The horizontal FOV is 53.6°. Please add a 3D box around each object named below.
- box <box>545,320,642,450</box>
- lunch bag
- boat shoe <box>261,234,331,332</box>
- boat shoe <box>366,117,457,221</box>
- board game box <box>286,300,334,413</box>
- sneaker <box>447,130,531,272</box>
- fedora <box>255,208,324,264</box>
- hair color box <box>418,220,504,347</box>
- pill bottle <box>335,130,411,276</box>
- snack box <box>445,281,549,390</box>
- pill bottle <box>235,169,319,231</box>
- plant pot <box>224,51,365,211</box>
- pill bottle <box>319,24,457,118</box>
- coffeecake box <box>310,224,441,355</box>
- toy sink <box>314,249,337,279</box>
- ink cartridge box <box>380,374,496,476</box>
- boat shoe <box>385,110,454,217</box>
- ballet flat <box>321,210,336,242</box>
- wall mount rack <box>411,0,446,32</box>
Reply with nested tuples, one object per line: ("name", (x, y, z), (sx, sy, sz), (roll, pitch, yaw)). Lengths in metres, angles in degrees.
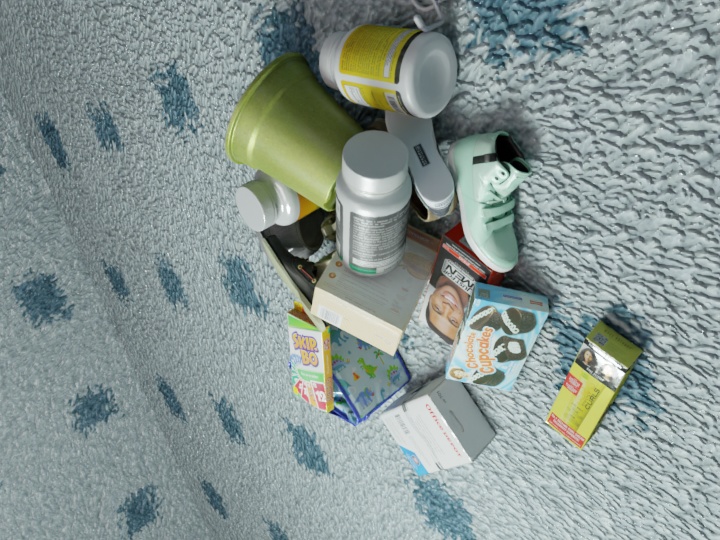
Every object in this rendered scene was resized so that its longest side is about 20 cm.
("box", (0.339, 0.173, 1.049), (0.075, 0.050, 0.203), (38, 141, 26))
("lunch bag", (-0.018, 0.191, 1.419), (0.199, 0.168, 0.129), (42, 139, 21))
("boat shoe", (-0.104, 0.013, 1.266), (0.202, 0.063, 0.074), (51, 169, 16))
("boat shoe", (0.067, -0.159, 1.126), (0.201, 0.068, 0.074), (48, 146, 19))
("board game box", (-0.093, 0.162, 1.336), (0.094, 0.030, 0.206), (21, 122, 38))
("sneaker", (0.196, -0.094, 1.000), (0.117, 0.073, 0.205), (-6, 108, 60))
("fedora", (-0.127, -0.096, 1.374), (0.089, 0.204, 0.177), (-22, 136, 25))
("hair color box", (0.165, 0.029, 1.154), (0.101, 0.061, 0.203), (38, 142, 25))
("pill bottle", (0.018, -0.095, 1.047), (0.113, 0.112, 0.203), (39, 150, 25))
("snack box", (0.210, 0.109, 1.124), (0.113, 0.038, 0.203), (11, 135, 0))
("pill bottle", (-0.120, -0.149, 1.261), (0.110, 0.198, 0.113), (31, 139, 33))
("plant pot", (-0.080, -0.200, 1.117), (0.183, 0.200, 0.202), (38, 143, 10))
("pill bottle", (0.034, -0.292, 1.029), (0.197, 0.111, 0.115), (23, 134, 40))
("coffeecake box", (0.030, 0.010, 1.152), (0.150, 0.202, 0.074), (25, 142, 7))
("toy sink", (0.000, 0.000, 1.286), (0.198, 0.129, 0.114), (-18, 102, 57))
("ink cartridge box", (0.144, 0.298, 1.369), (0.148, 0.085, 0.200), (56, 145, 3))
("boat shoe", (0.090, -0.174, 1.067), (0.068, 0.070, 0.204), (69, 179, -68))
("ballet flat", (-0.029, -0.088, 1.306), (0.198, 0.071, 0.069), (-20, 96, 56))
("wall mount rack", (0.089, -0.413, 0.897), (0.198, 0.074, 0.177), (-22, 97, 55))
